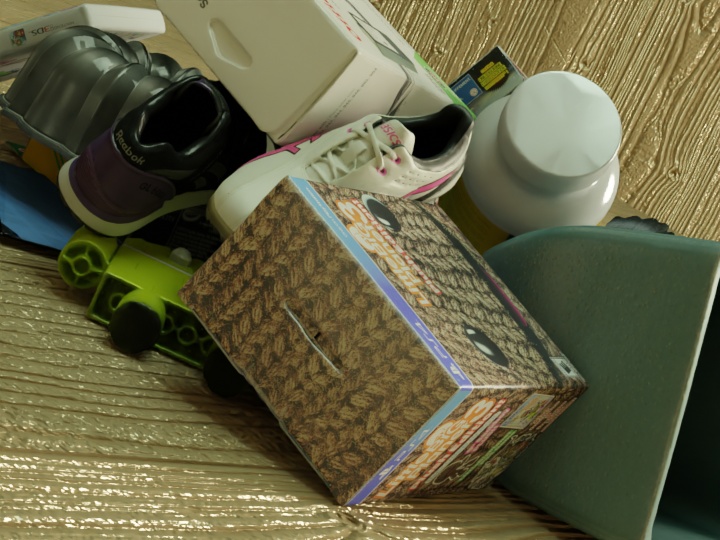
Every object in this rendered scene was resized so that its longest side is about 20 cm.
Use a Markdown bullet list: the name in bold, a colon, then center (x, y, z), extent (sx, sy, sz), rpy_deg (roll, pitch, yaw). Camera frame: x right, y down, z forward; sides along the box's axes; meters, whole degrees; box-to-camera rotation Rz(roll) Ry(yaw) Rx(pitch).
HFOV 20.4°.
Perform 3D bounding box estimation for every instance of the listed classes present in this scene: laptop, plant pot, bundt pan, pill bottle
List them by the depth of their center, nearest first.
- **plant pot**: center (0.170, 0.069, 1.312), extent (0.199, 0.197, 0.195), rpy_deg (16, 2, 37)
- **laptop**: center (-0.236, -0.099, 1.336), extent (0.115, 0.201, 0.187), rpy_deg (-21, 35, -27)
- **pill bottle**: center (0.117, -0.056, 1.408), extent (0.112, 0.112, 0.200), rpy_deg (26, -26, 2)
- **bundt pan**: center (-0.152, -0.112, 1.429), extent (0.201, 0.076, 0.202), rpy_deg (26, 11, -5)

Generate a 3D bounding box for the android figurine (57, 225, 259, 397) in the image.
- **android figurine**: center (-0.102, 0.024, 1.253), extent (0.181, 0.041, 0.200), rpy_deg (25, 12, -3)

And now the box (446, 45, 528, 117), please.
- **box**: center (0.090, -0.088, 1.536), extent (0.040, 0.137, 0.200), rpy_deg (55, 9, 21)

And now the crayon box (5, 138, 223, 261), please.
- **crayon box**: center (-0.168, -0.065, 1.507), extent (0.127, 0.051, 0.200), rpy_deg (16, 13, -43)

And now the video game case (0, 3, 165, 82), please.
- **video game case**: center (-0.264, -0.173, 1.574), extent (0.181, 0.024, 0.200), rpy_deg (-15, 3, 12)

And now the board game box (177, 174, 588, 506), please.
- **board game box**: center (0.018, 0.041, 1.171), extent (0.160, 0.097, 0.200), rpy_deg (50, 18, 19)

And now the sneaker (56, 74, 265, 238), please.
- **sneaker**: center (-0.101, -0.087, 1.274), extent (0.076, 0.088, 0.200), rpy_deg (48, 35, 1)

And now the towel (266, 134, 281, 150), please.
- **towel**: center (-0.018, -0.053, 1.403), extent (0.149, 0.031, 0.200), rpy_deg (43, 12, -41)

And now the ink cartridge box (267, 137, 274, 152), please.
- **ink cartridge box**: center (-0.051, -0.086, 1.744), extent (0.115, 0.068, 0.200), rpy_deg (34, 12, 25)

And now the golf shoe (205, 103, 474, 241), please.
- **golf shoe**: center (-0.012, -0.062, 1.238), extent (0.199, 0.092, 0.073), rpy_deg (-19, 61, -45)

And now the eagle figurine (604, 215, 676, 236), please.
- **eagle figurine**: center (0.144, 0.017, 1.580), extent (0.199, 0.152, 0.152), rpy_deg (10, 7, -35)

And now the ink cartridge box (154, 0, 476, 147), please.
- **ink cartridge box**: center (-0.027, -0.141, 1.348), extent (0.146, 0.084, 0.200), rpy_deg (49, 13, 23)
